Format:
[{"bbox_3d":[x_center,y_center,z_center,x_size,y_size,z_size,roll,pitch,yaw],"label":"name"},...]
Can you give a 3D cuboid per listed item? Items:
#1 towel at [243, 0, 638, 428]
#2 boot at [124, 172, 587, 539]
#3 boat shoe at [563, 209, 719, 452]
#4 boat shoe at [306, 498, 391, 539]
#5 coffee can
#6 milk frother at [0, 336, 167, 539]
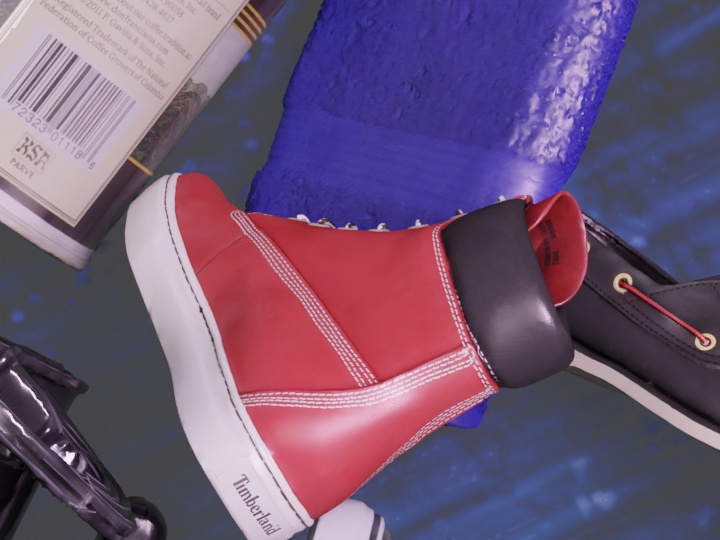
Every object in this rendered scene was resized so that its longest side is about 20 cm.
[{"bbox_3d":[0.028,-0.045,0.819,0.147,0.049,0.201,16,84,45],"label":"towel"},{"bbox_3d":[0.000,0.000,0.754,0.144,0.073,0.200,-30,31,0],"label":"boot"},{"bbox_3d":[0.124,0.030,0.771,0.201,0.074,0.063,30,93,38],"label":"boat shoe"},{"bbox_3d":[0.001,0.176,0.711,0.071,0.072,0.201,6,87,1],"label":"boat shoe"},{"bbox_3d":[-0.102,-0.123,0.831,0.146,0.146,0.200,38,89,16],"label":"coffee can"},{"bbox_3d":[-0.174,0.104,0.775,0.180,0.200,0.189,25,85,11],"label":"milk frother"}]
